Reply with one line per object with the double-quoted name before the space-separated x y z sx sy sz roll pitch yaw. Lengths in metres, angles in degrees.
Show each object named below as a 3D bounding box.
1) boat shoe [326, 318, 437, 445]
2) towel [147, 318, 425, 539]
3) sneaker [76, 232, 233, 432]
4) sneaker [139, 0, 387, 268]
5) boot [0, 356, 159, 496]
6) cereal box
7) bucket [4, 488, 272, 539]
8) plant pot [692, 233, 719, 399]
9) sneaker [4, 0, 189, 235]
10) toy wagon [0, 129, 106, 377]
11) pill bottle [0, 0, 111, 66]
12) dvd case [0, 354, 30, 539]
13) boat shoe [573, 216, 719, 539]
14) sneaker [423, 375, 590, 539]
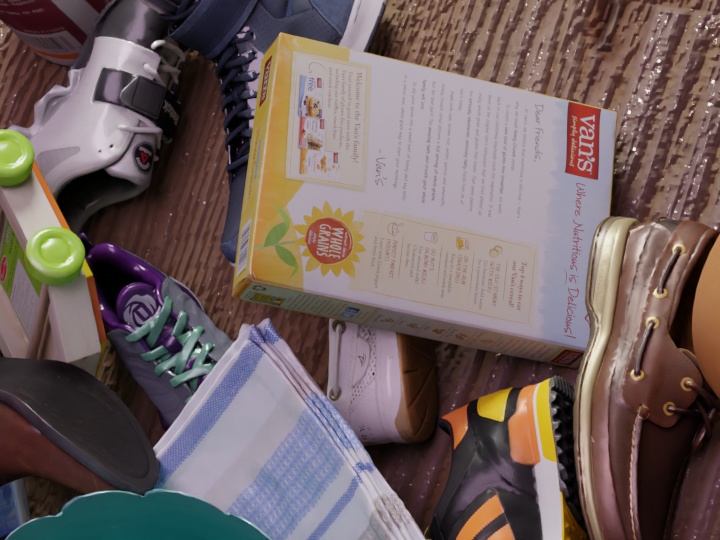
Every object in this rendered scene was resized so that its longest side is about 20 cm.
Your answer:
"boat shoe" 0.000 0.000 1.486 0.069 0.071 0.201 -9 66 20
"towel" -0.036 0.144 1.408 0.200 0.024 0.147 53 125 20
"sneaker" -0.099 0.055 1.483 0.074 0.088 0.200 -47 50 -3
"sneaker" -0.079 -0.110 1.524 0.077 0.146 0.203 -23 45 58
"boot" -0.219 0.136 1.482 0.188 0.068 0.201 27 115 7
"cereal box" 0.037 -0.036 1.437 0.199 0.040 0.145 13 68 -15
"bucket" -0.095 0.217 1.322 0.206 0.135 0.208 -2 75 9
"plant pot" 0.255 0.034 1.297 0.200 0.200 0.140 -51 41 -4
"sneaker" -0.137 -0.093 1.592 0.200 0.074 0.088 -51 57 8
"toy wagon" -0.204 -0.018 1.536 0.039 0.155 0.201 -18 65 -24
"pill bottle" -0.202 -0.215 1.597 0.114 0.200 0.115 -9 64 20
"dvd case" -0.275 0.094 1.600 0.142 0.018 0.201 -23 61 14
"boat shoe" 0.153 0.062 1.388 0.067 0.072 0.201 -5 63 24
"sneaker" 0.076 0.156 1.389 0.090 0.070 0.201 -13 59 27
